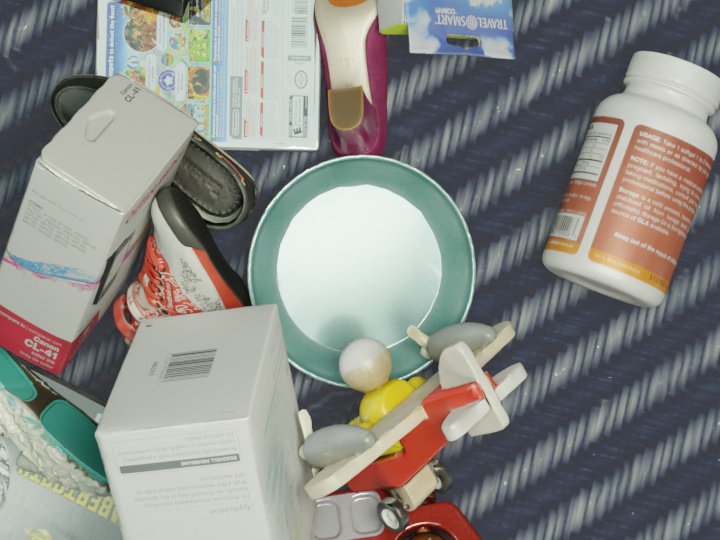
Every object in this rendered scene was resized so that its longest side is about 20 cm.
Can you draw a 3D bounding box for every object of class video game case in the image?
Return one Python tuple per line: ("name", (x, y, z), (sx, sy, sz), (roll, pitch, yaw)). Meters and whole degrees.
("video game case", (-0.134, -0.179, 1.535), (0.198, 0.018, 0.145), (1, 88, -2))

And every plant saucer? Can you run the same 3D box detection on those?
("plant saucer", (0.000, 0.000, 1.511), (0.198, 0.036, 0.202), (-1, 96, -7))

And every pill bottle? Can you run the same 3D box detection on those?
("pill bottle", (0.239, -0.079, 1.495), (0.111, 0.112, 0.202), (21, 87, -1))

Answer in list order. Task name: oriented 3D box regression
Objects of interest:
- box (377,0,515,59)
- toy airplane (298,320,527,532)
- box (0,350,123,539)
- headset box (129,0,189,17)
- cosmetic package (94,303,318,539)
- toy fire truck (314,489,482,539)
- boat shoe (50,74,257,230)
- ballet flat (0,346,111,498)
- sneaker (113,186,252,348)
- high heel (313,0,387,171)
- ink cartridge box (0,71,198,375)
("box", (0.071, -0.282, 1.507), (0.121, 0.047, 0.202), (-2, 86, -34))
("toy airplane", (0.039, 0.107, 1.413), (0.199, 0.200, 0.141), (-44, 81, 7))
("box", (-0.270, 0.177, 1.499), (0.199, 0.048, 0.159), (28, 86, 0))
("headset box", (-0.211, -0.314, 1.453), (0.198, 0.174, 0.094), (18, 67, 0))
("cosmetic package", (-0.112, 0.162, 1.370), (0.122, 0.200, 0.202), (-6, 113, 6))
("toy fire truck", (0.020, 0.261, 1.482), (0.198, 0.112, 0.170), (-10, 66, 0))
("boat shoe", (-0.178, -0.104, 1.493), (0.200, 0.063, 0.074), (33, 99, -4))
("ballet flat", (-0.279, 0.126, 1.453), (0.200, 0.072, 0.072), (43, 87, 3))
("sneaker", (-0.162, 0.014, 1.444), (0.107, 0.202, 0.068), (-24, 58, 3))
("high heel", (0.001, -0.188, 1.535), (0.067, 0.096, 0.202), (-7, 66, 8))
("ink cartridge box", (-0.223, -0.037, 1.416), (0.085, 0.148, 0.201), (31, 131, -1))
